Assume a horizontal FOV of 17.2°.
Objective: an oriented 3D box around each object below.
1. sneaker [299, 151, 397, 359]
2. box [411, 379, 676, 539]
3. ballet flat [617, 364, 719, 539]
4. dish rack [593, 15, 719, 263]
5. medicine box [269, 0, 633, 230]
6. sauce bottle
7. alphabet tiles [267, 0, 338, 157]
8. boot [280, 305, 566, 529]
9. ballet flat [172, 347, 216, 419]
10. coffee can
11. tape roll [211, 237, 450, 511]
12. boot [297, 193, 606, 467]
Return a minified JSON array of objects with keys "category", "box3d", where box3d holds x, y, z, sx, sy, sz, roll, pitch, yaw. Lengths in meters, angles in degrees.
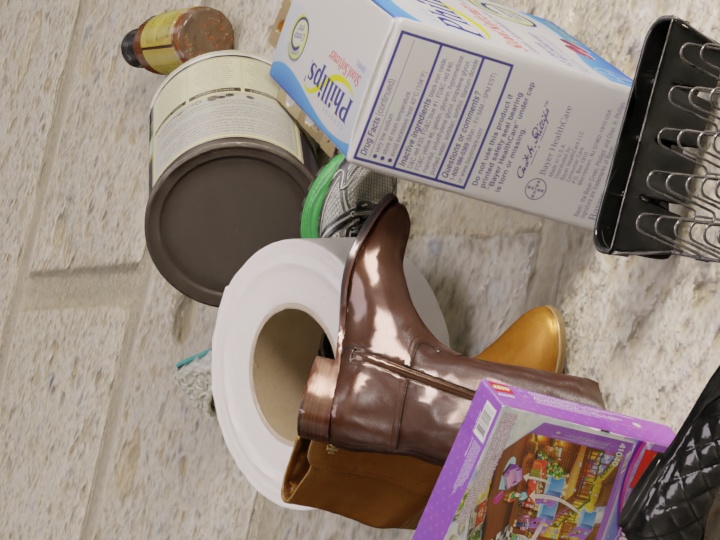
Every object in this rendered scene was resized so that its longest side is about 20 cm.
[{"category":"sneaker","box3d":[0.000,0.000,1.846,0.085,0.078,0.201,23,108,56]},{"category":"box","box3d":[0.099,0.174,1.445,0.200,0.137,0.039,-67,26,16]},{"category":"ballet flat","box3d":[0.219,0.088,1.365,0.200,0.057,0.066,-57,2,24]},{"category":"dish rack","box3d":[0.224,-0.072,1.420,0.200,0.054,0.154,13,89,65]},{"category":"medicine box","box3d":[0.064,-0.124,1.612,0.103,0.200,0.182,-68,26,14]},{"category":"sauce bottle","box3d":[-0.187,-0.227,2.372,0.200,0.066,0.066,9,85,65]},{"category":"alphabet tiles","box3d":[-0.005,-0.189,1.877,0.166,0.006,0.200,47,127,34]},{"category":"boot","box3d":[0.039,0.095,1.608,0.201,0.144,0.071,-62,28,26]},{"category":"ballet flat","box3d":[-0.088,0.075,2.002,0.200,0.072,0.072,-34,47,53]},{"category":"coffee can","box3d":[-0.105,-0.079,1.971,0.200,0.146,0.147,-99,32,-63]},{"category":"tape roll","box3d":[-0.024,0.075,1.762,0.202,0.071,0.203,4,95,49]},{"category":"boot","box3d":[0.078,0.055,1.548,0.064,0.199,0.187,75,-149,-67]}]
